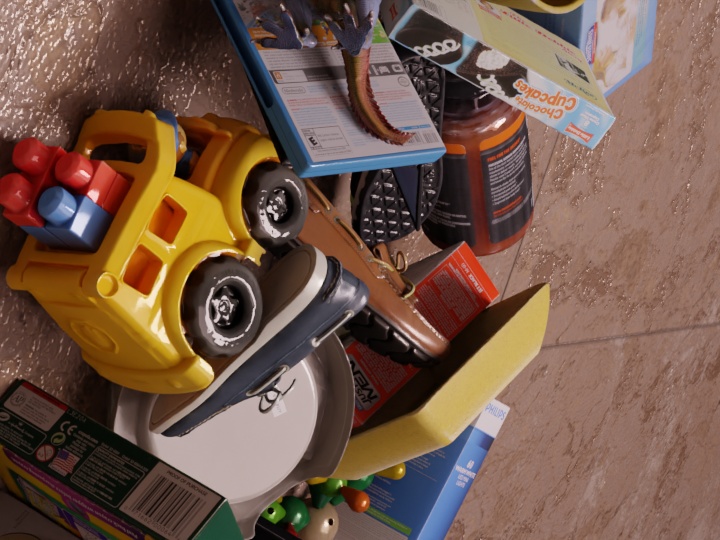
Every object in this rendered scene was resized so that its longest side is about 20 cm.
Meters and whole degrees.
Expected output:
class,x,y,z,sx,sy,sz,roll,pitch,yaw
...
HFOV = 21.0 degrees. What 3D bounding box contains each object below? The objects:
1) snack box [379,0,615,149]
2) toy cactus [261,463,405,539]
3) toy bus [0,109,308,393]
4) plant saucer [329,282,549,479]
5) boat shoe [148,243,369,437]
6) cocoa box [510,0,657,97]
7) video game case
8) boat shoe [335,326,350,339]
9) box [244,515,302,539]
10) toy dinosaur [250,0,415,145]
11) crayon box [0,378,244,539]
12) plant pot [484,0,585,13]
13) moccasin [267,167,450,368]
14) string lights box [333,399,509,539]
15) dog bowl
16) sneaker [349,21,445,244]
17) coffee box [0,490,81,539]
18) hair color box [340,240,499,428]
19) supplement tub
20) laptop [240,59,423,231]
class,x,y,z,sx,sy,sz,roll,pitch,yaw
snack box,0.104,-0.178,1.535,0.199,0.116,0.037,26,116,-23
toy cactus,-0.026,0.205,1.759,0.200,0.102,0.165,-42,154,-48
toy bus,-0.154,-0.044,1.326,0.192,0.135,0.201,43,62,-39
plant saucer,0.060,0.105,1.642,0.200,0.049,0.200,-41,-172,-38
boat shoe,-0.075,0.060,1.388,0.062,0.075,0.200,32,116,-27
cocoa box,0.173,-0.256,1.668,0.133,0.131,0.201,-38,141,-38
video game case,-0.033,-0.159,1.359,0.143,0.201,0.018,-10,158,-46
boat shoe,-0.064,0.045,1.590,0.201,0.072,0.066,-39,129,-33
box,-0.101,0.269,1.560,0.142,0.200,0.079,-61,151,-4
toy dinosaur,-0.027,-0.209,1.360,0.182,0.105,0.201,-77,152,-55
crayon box,-0.165,0.185,1.393,0.058,0.200,0.173,-49,147,-24
plant pot,0.086,-0.291,1.466,0.200,0.141,0.201,-2,93,-56
moccasin,-0.001,0.000,1.563,0.078,0.201,0.074,-52,-171,-25
string lights box,0.047,0.193,1.839,0.201,0.103,0.059,-62,150,-3
dog bowl,-0.105,0.106,1.495,0.199,0.059,0.201,-7,107,-26
sneaker,0.027,-0.118,1.588,0.071,0.083,0.201,-2,123,-23
coffee box,-0.272,0.272,1.379,0.200,0.113,0.080,-49,147,-24
hair color box,0.017,0.063,1.676,0.200,0.111,0.064,-39,99,-35
supplement tub,0.094,-0.113,1.676,0.107,0.107,0.200,-46,146,-29
laptop,-0.032,-0.128,1.431,0.199,0.178,0.103,-3,151,-41
